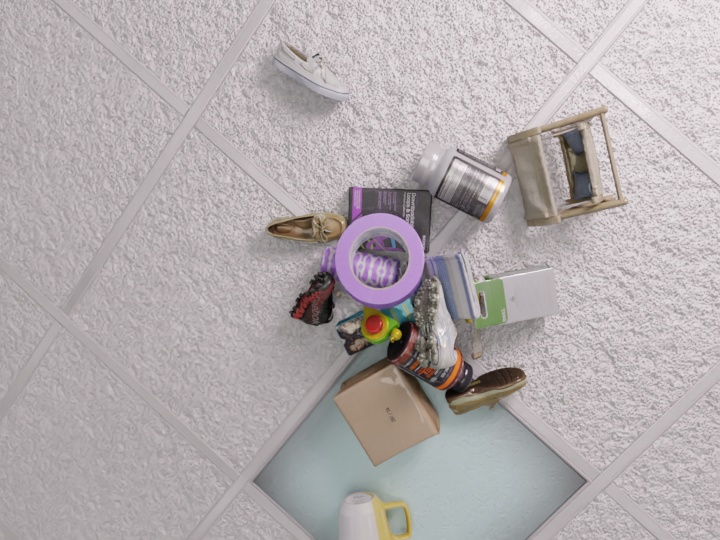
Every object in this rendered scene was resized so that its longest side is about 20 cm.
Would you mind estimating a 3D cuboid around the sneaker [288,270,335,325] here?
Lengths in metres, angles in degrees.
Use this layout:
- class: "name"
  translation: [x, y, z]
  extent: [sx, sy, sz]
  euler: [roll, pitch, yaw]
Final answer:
- class: "sneaker"
  translation: [-0.093, 0.073, 1.326]
  extent: [0.097, 0.072, 0.201]
  euler: [33, 141, -8]

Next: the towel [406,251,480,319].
- class: "towel"
  translation: [0.185, 0.036, 1.261]
  extent: [0.023, 0.199, 0.150]
  euler: [-18, 96, -31]

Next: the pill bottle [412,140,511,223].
- class: "pill bottle"
  translation: [0.221, -0.198, 1.232]
  extent: [0.197, 0.116, 0.118]
  euler: [28, 103, 6]

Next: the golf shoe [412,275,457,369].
- class: "golf shoe"
  translation: [0.170, 0.117, 1.235]
  extent: [0.078, 0.096, 0.204]
  euler: [-18, 64, 50]

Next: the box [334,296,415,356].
- class: "box"
  translation: [0.043, 0.125, 1.351]
  extent: [0.197, 0.049, 0.083]
  euler: [-27, 93, 13]

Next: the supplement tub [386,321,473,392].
- class: "supplement tub"
  translation: [0.165, 0.206, 1.296]
  extent: [0.198, 0.107, 0.108]
  euler: [30, 104, -18]

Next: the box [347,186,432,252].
- class: "box"
  translation: [0.068, -0.119, 1.314]
  extent: [0.195, 0.036, 0.146]
  euler: [3, 100, 9]

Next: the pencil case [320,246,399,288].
- class: "pencil case"
  translation: [0.000, 0.000, 1.326]
  extent: [0.196, 0.084, 0.087]
  euler: [13, 122, 9]

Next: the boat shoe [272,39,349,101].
- class: "boat shoe"
  translation: [-0.102, -0.463, 1.267]
  extent: [0.200, 0.075, 0.087]
  euler: [33, 121, 10]

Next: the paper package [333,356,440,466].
- class: "paper package"
  translation: [0.064, 0.333, 1.354]
  extent: [0.189, 0.103, 0.202]
  euler: [-31, 93, 13]

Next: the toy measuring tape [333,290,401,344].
- class: "toy measuring tape"
  translation: [0.006, 0.116, 1.294]
  extent: [0.198, 0.073, 0.075]
  euler: [27, 104, 26]

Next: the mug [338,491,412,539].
- class: "mug"
  translation: [0.020, 0.644, 1.415]
  extent: [0.148, 0.184, 0.157]
  euler: [-9, 89, 44]

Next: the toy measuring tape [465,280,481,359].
- class: "toy measuring tape"
  translation: [0.245, 0.100, 1.297]
  extent: [0.072, 0.074, 0.204]
  euler: [-6, 103, 11]

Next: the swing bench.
- class: "swing bench"
  translation: [0.427, -0.213, 1.184]
  extent: [0.196, 0.130, 0.203]
  euler: [-15, 97, 13]

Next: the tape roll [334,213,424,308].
- class: "tape roll"
  translation: [0.043, -0.020, 1.248]
  extent: [0.195, 0.066, 0.205]
  euler: [-1, 77, 6]

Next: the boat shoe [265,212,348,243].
- class: "boat shoe"
  translation: [-0.127, -0.098, 1.339]
  extent: [0.195, 0.063, 0.075]
  euler: [-5, 98, 11]

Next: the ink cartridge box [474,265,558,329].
- class: "ink cartridge box"
  translation: [0.335, 0.059, 1.254]
  extent: [0.196, 0.059, 0.106]
  euler: [-10, 97, -6]

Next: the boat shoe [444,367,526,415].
- class: "boat shoe"
  translation: [0.303, 0.291, 1.329]
  extent: [0.197, 0.072, 0.077]
  euler: [-21, 110, 20]
